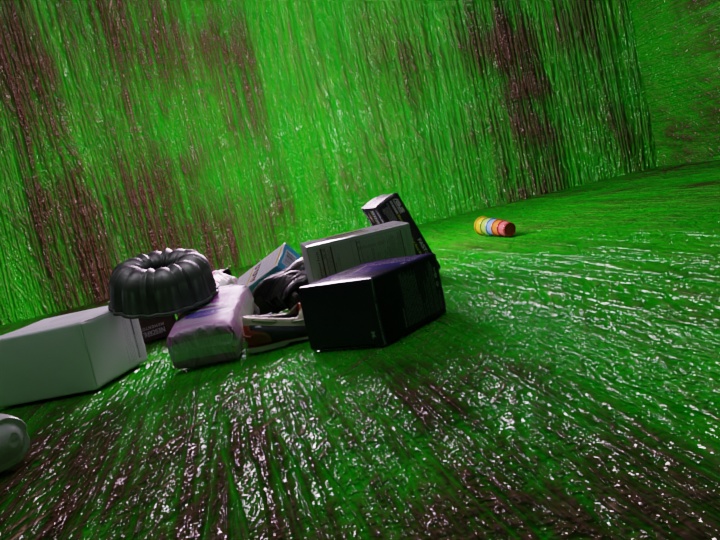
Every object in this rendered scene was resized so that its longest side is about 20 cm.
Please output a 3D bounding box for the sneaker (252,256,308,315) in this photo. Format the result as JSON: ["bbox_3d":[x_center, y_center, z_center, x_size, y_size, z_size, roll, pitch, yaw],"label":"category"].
[{"bbox_3d":[-0.165,0.060,1.678,0.199,0.076,0.115,-31,31,23],"label":"sneaker"}]

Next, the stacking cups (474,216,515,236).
[{"bbox_3d":[0.391,-0.128,2.317,0.060,0.061,0.200,-14,6,-11],"label":"stacking cups"}]

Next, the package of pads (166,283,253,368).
[{"bbox_3d":[-0.259,0.095,1.408,0.119,0.076,0.200,-8,21,3],"label":"package of pads"}]

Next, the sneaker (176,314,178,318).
[{"bbox_3d":[-0.387,0.105,1.834,0.074,0.091,0.200,-23,-19,-7],"label":"sneaker"}]

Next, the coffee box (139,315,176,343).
[{"bbox_3d":[-0.509,0.118,1.870,0.112,0.081,0.200,-17,7,-25],"label":"coffee box"}]

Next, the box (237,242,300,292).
[{"bbox_3d":[-0.227,0.023,1.831,0.200,0.049,0.083,-34,27,35],"label":"box"}]

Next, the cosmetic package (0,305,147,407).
[{"bbox_3d":[-0.525,0.148,1.436,0.198,0.124,0.200,-11,5,12],"label":"cosmetic package"}]

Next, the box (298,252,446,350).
[{"bbox_3d":[0.023,0.048,1.276,0.147,0.105,0.200,-8,7,35],"label":"box"}]

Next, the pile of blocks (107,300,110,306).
[{"bbox_3d":[-0.527,0.055,1.810,0.199,0.063,0.082,-9,9,41],"label":"pile of blocks"}]

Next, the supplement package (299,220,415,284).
[{"bbox_3d":[0.000,0.000,1.539,0.198,0.152,0.152,-14,7,-8],"label":"supplement package"}]

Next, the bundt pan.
[{"bbox_3d":[-0.359,0.015,1.434,0.200,0.076,0.202,-6,19,2],"label":"bundt pan"}]

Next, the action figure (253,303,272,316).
[{"bbox_3d":[-0.289,0.089,1.590,0.199,0.105,0.193,-17,1,-35],"label":"action figure"}]

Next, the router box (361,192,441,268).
[{"bbox_3d":[0.090,-0.076,1.818,0.062,0.201,0.150,-33,9,-10],"label":"router box"}]

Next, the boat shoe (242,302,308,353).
[{"bbox_3d":[-0.107,0.089,1.383,0.198,0.063,0.071,-14,4,-18],"label":"boat shoe"}]

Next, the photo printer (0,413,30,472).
[{"bbox_3d":[-0.505,0.225,0.931,0.165,0.070,0.200,-11,6,24],"label":"photo printer"}]

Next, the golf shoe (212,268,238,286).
[{"bbox_3d":[-0.321,0.042,1.815,0.092,0.073,0.200,-34,25,-5],"label":"golf shoe"}]
